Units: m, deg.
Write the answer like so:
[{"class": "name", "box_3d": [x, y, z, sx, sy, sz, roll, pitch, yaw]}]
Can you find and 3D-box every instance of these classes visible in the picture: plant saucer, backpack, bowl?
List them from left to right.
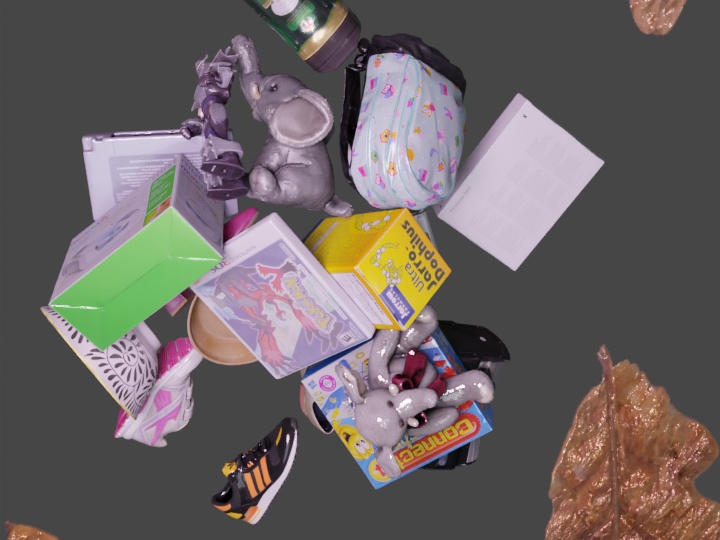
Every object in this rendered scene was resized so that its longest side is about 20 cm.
[{"class": "bowl", "box_3d": [-0.340, 0.100, 1.164, 0.094, 0.200, 0.202, -41, 114, -16]}, {"class": "plant saucer", "box_3d": [-0.156, 0.044, 1.193, 0.199, 0.035, 0.202, -20, 133, -23]}, {"class": "backpack", "box_3d": [0.058, -0.176, 1.053, 0.166, 0.126, 0.202, 23, 75, -40]}]

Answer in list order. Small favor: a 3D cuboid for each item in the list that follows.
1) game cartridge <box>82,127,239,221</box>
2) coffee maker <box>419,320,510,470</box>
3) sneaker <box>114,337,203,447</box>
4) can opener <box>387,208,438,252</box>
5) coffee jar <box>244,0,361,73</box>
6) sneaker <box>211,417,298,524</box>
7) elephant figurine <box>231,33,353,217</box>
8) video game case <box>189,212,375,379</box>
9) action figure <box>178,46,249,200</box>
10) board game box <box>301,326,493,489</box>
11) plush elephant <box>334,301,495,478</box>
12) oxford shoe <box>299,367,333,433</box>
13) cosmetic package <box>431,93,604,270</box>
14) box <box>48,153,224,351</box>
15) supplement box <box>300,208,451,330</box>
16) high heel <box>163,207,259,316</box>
[{"class": "game cartridge", "box_3d": [-0.266, -0.122, 1.140, 0.197, 0.041, 0.135, -3, 110, -6]}, {"class": "coffee maker", "box_3d": [0.109, 0.185, 1.278, 0.190, 0.135, 0.202, 15, 111, 4]}, {"class": "sneaker", "box_3d": [-0.281, 0.183, 1.253, 0.088, 0.082, 0.200, 31, 113, -22]}, {"class": "can opener", "box_3d": [0.063, -0.091, 1.181, 0.052, 0.067, 0.202, -18, 110, 3]}, {"class": "coffee jar", "box_3d": [-0.087, -0.336, 1.032, 0.085, 0.105, 0.200, -42, 112, 15]}, {"class": "sneaker", "box_3d": [-0.166, 0.310, 1.320, 0.089, 0.070, 0.201, 21, 111, -18]}, {"class": "elephant figurine", "box_3d": [-0.089, -0.187, 1.091, 0.154, 0.141, 0.202, 7, 98, -40]}, {"class": "video game case", "box_3d": [-0.108, 0.040, 1.072, 0.181, 0.023, 0.200, -27, 114, 36]}, {"class": "action figure", "box_3d": [-0.182, -0.190, 1.044, 0.069, 0.202, 0.130, -3, 149, -22]}, {"class": "board game box", "box_3d": [0.053, 0.177, 1.181, 0.199, 0.056, 0.197, -31, 100, 17]}, {"class": "plush elephant", "box_3d": [0.050, 0.160, 1.063, 0.199, 0.155, 0.166, -29, 101, 16]}, {"class": "oxford shoe", "box_3d": [-0.057, 0.149, 1.255, 0.070, 0.074, 0.202, -16, 119, -16]}, {"class": "cosmetic package", "box_3d": [0.220, -0.122, 1.190, 0.150, 0.052, 0.201, 32, 106, -21]}, {"class": "box", "box_3d": [-0.274, -0.026, 1.066, 0.199, 0.177, 0.097, -35, 118, 12]}, {"class": "supplement box", "box_3d": [0.000, 0.000, 1.100, 0.110, 0.199, 0.109, -50, 115, -25]}, {"class": "high heel", "box_3d": [-0.231, -0.035, 1.172, 0.096, 0.067, 0.200, 45, 107, 2]}]
